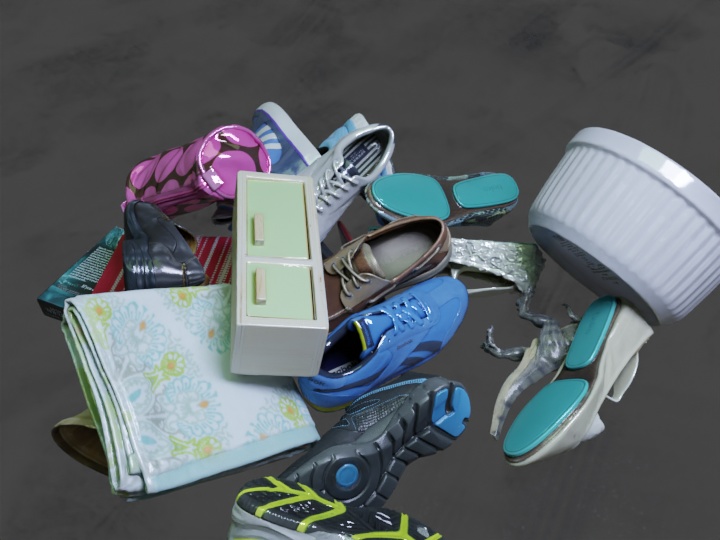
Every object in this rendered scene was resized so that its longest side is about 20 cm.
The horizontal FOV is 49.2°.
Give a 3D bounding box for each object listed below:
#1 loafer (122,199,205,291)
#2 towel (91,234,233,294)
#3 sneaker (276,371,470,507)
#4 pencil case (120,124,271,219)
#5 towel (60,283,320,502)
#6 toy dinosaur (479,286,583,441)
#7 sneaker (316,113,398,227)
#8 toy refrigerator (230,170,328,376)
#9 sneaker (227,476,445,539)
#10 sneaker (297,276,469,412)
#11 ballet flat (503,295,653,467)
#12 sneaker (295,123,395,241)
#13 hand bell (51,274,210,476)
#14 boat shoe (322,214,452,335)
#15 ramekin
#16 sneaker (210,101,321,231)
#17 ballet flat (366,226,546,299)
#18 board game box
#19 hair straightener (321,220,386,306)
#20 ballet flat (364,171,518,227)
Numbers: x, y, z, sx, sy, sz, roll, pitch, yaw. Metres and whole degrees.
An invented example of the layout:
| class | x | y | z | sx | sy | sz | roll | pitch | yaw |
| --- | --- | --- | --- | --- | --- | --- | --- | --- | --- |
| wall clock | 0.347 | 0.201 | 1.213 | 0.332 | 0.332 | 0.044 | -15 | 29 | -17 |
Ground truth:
| class | x | y | z | sx | sy | sz | roll | pitch | yaw |
| --- | --- | --- | --- | --- | --- | --- | --- | --- | --- |
| loafer | -0.200 | -0.020 | 0.789 | 0.072 | 0.073 | 0.200 | -4 | 27 | -15 |
| towel | -0.180 | 0.013 | 0.828 | 0.200 | 0.023 | 0.145 | 3 | 42 | 6 |
| sneaker | 0.001 | 0.157 | 0.683 | 0.200 | 0.073 | 0.082 | -29 | 21 | -20 |
| pencil case | -0.189 | -0.100 | 0.876 | 0.094 | 0.091 | 0.200 | -32 | 14 | -38 |
| towel | -0.139 | 0.092 | 0.665 | 0.200 | 0.048 | 0.171 | -3 | 62 | -49 |
| toy dinosaur | 0.171 | 0.072 | 0.764 | 0.200 | 0.047 | 0.088 | -33 | 57 | -23 |
| sneaker | 0.000 | -0.110 | 0.968 | 0.090 | 0.078 | 0.200 | -28 | 42 | 2 |
| toy refrigerator | -0.076 | -0.005 | 0.707 | 0.076 | 0.070 | 0.200 | 4 | 44 | -12 |
| sneaker | -0.006 | 0.225 | 0.602 | 0.200 | 0.076 | 0.075 | 20 | 12 | 4 |
| sneaker | 0.029 | 0.058 | 0.736 | 0.200 | 0.078 | 0.066 | -32 | 66 | -22 |
| ballet flat | 0.202 | 0.109 | 0.700 | 0.069 | 0.070 | 0.200 | 26 | 63 | 29 |
| sneaker | -0.035 | -0.092 | 0.845 | 0.073 | 0.071 | 0.200 | 40 | 64 | -9 |
| hand bell | -0.184 | 0.080 | 0.717 | 0.104 | 0.104 | 0.200 | 9 | 53 | 14 |
| boat shoe | 0.000 | 0.000 | 0.769 | 0.200 | 0.072 | 0.076 | -31 | 72 | -10 |
| ramekin | 0.258 | -0.034 | 0.763 | 0.105 | 0.200 | 0.200 | -50 | 53 | 1 |
| sneaker | -0.131 | -0.118 | 0.954 | 0.146 | 0.081 | 0.200 | -34 | 45 | -6 |
| ballet flat | 0.095 | -0.006 | 0.842 | 0.200 | 0.072 | 0.072 | 6 | 44 | 14 |
| board game box | -0.229 | 0.023 | 0.858 | 0.200 | 0.028 | 0.135 | 17 | 46 | 22 |
| hair straightener | -0.017 | 0.027 | 0.838 | 0.077 | 0.041 | 0.200 | -21 | 50 | -10 |
| ballet flat | 0.086 | -0.070 | 0.883 | 0.200 | 0.074 | 0.074 | -3 | 39 | -27 |
